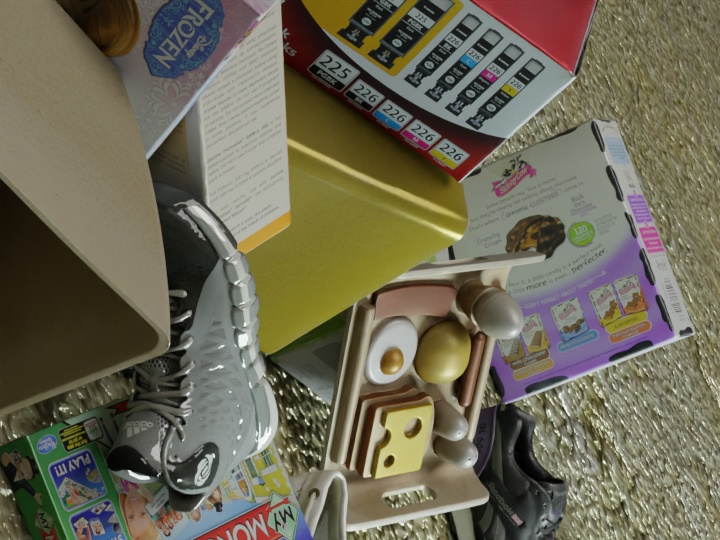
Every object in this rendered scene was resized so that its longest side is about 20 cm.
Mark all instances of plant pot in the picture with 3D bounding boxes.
[{"bbox_3d":[-0.071,-0.090,1.505,0.176,0.200,0.200,21,50,-41],"label":"plant pot"},{"bbox_3d":[-0.217,-0.054,1.123,0.200,0.199,0.177,49,32,-36],"label":"plant pot"}]

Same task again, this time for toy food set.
[{"bbox_3d":[0.054,0.083,1.594,0.143,0.060,0.200,-7,117,-39],"label":"toy food set"}]

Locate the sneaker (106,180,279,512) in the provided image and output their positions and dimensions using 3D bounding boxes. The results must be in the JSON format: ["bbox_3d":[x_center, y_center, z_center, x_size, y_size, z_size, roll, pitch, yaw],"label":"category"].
[{"bbox_3d":[-0.108,0.056,1.277,0.116,0.075,0.200,-52,137,-40],"label":"sneaker"}]

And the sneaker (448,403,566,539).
[{"bbox_3d":[0.124,0.202,1.768,0.076,0.087,0.200,-7,76,-66],"label":"sneaker"}]

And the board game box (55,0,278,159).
[{"bbox_3d":[-0.164,-0.152,1.203,0.199,0.200,0.041,41,45,-4],"label":"board game box"}]

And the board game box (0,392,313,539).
[{"bbox_3d":[-0.116,0.137,1.343,0.200,0.029,0.135,-21,87,-54],"label":"board game box"}]

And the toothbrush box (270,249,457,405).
[{"bbox_3d":[0.000,0.000,1.688,0.146,0.086,0.200,42,33,-46],"label":"toothbrush box"}]

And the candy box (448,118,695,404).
[{"bbox_3d":[0.171,-0.009,1.954,0.072,0.167,0.200,-6,75,-66],"label":"candy box"}]

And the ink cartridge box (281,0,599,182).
[{"bbox_3d":[0.039,-0.177,1.398,0.200,0.176,0.084,33,47,-14],"label":"ink cartridge box"}]

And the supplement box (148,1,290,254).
[{"bbox_3d":[-0.109,-0.115,1.301,0.073,0.126,0.200,-33,138,-35],"label":"supplement box"}]

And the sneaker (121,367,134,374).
[{"bbox_3d":[-0.137,0.017,1.413,0.200,0.072,0.083,37,35,-65],"label":"sneaker"}]

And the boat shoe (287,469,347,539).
[{"bbox_3d":[-0.029,0.216,1.456,0.071,0.069,0.200,39,37,-50],"label":"boat shoe"}]
